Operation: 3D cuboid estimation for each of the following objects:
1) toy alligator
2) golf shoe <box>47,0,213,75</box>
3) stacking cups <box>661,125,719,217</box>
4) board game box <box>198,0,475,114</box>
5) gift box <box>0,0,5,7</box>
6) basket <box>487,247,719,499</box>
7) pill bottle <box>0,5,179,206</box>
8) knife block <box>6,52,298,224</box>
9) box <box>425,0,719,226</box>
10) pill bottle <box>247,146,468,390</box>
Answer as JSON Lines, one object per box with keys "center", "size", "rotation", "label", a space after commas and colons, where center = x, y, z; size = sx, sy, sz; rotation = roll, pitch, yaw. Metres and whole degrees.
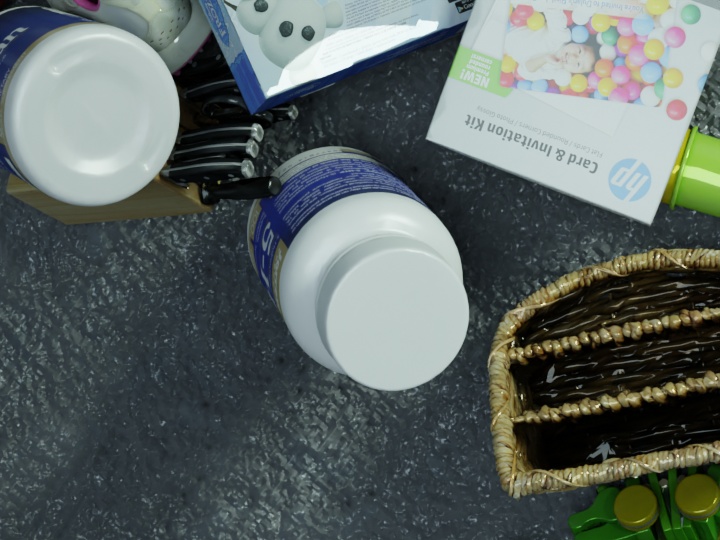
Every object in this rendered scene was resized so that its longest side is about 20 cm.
{"center": [0.184, 0.162, 1.247], "size": [0.198, 0.059, 0.055], "rotation": [-12, 50, 17], "label": "toy alligator"}
{"center": [-0.177, -0.202, 1.250], "size": [0.200, 0.091, 0.076], "rotation": [33, 84, 44], "label": "golf shoe"}
{"center": [0.264, -0.047, 1.197], "size": [0.199, 0.060, 0.061], "rotation": [19, 100, 12], "label": "stacking cups"}
{"center": [-0.022, -0.228, 1.203], "size": [0.199, 0.043, 0.200], "rotation": [-23, 86, -22], "label": "board game box"}
{"center": [-0.334, -0.245, 1.260], "size": [0.186, 0.201, 0.185], "rotation": [25, 146, 2], "label": "gift box"}
{"center": [0.183, 0.058, 1.176], "size": [0.198, 0.149, 0.144], "rotation": [-11, 83, 15], "label": "basket"}
{"center": [-0.202, -0.112, 1.197], "size": [0.110, 0.200, 0.112], "rotation": [-7, 105, -26], "label": "pill bottle"}
{"center": [-0.137, -0.069, 1.253], "size": [0.200, 0.064, 0.176], "rotation": [-45, 45, 14], "label": "knife block"}
{"center": [0.147, -0.149, 1.170], "size": [0.155, 0.041, 0.201], "rotation": [21, 95, 8], "label": "box"}
{"center": [0.000, 0.000, 1.186], "size": [0.119, 0.200, 0.121], "rotation": [-4, 108, -12], "label": "pill bottle"}
